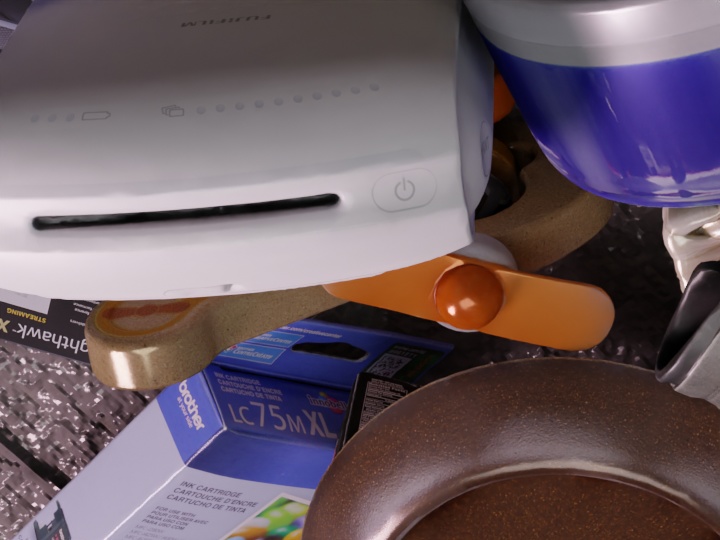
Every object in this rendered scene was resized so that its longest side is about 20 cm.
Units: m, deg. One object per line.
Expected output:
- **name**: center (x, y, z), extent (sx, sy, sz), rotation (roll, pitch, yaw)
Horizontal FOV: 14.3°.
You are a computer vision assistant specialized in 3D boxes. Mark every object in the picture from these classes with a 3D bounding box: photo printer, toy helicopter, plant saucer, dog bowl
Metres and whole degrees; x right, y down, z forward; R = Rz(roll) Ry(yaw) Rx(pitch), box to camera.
- **photo printer**: center (-0.039, -0.049, 0.919), extent (0.165, 0.200, 0.070), rotation (-5, 110, 5)
- **toy helicopter**: center (0.000, 0.000, 1.005), extent (0.199, 0.132, 0.079), rotation (-22, 123, -18)
- **plant saucer**: center (0.075, 0.122, 1.024), extent (0.199, 0.032, 0.201), rotation (4, 124, 5)
- **dog bowl**: center (0.131, -0.111, 0.911), extent (0.199, 0.201, 0.079), rotation (-18, 121, 19)

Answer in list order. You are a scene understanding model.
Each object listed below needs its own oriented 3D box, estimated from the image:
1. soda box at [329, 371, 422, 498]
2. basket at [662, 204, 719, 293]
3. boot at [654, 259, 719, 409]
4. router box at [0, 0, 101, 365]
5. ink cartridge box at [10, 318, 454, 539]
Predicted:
- **soda box**: center (0.083, 0.104, 1.066), extent (0.199, 0.063, 0.071), rotation (15, 124, 0)
- **basket**: center (0.180, -0.025, 0.965), extent (0.135, 0.200, 0.124), rotation (-21, 111, 19)
- **boot**: center (0.189, 0.000, 0.828), extent (0.131, 0.068, 0.200), rotation (42, 111, -11)
- **router box**: center (-0.129, -0.052, 1.074), extent (0.199, 0.052, 0.158), rotation (17, 124, -3)
- **ink cartridge box**: center (-0.057, 0.094, 1.133), extent (0.119, 0.042, 0.200), rotation (12, 131, -45)
